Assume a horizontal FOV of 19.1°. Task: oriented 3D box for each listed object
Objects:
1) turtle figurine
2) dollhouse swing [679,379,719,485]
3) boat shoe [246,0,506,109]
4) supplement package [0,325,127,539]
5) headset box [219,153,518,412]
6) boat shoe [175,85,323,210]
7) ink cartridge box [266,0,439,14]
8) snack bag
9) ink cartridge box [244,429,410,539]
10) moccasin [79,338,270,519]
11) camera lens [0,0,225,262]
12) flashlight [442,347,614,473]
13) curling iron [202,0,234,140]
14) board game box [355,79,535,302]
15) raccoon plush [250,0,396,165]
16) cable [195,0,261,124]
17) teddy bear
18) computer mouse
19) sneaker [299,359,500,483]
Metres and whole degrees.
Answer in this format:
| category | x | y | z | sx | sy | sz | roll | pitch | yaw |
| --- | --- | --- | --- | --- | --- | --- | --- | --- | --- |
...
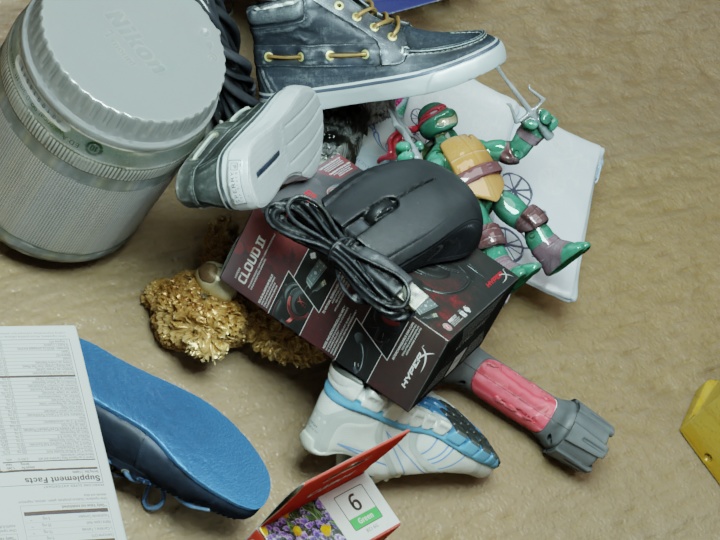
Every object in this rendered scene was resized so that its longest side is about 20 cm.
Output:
| category | x | y | z | sx | sy | sz | roll | pitch | yaw |
| --- | --- | --- | --- | --- | --- | --- | --- | --- | --- |
| turtle figurine | 0.097 | -0.081 | 1.746 | 0.149 | 0.101 | 0.201 | -27 | 79 | -22 |
| dollhouse swing | 0.407 | 0.098 | 1.839 | 0.175 | 0.200 | 0.182 | -26 | 75 | -42 |
| boat shoe | 0.010 | -0.182 | 1.673 | 0.071 | 0.199 | 0.091 | -79 | 158 | -73 |
| supplement package | -0.258 | 0.159 | 1.396 | 0.150 | 0.152 | 0.201 | 0 | 59 | -32 |
| headset box | 0.000 | 0.000 | 1.631 | 0.200 | 0.075 | 0.149 | 35 | 30 | 12 |
| boat shoe | -0.082 | -0.093 | 1.584 | 0.200 | 0.070 | 0.073 | -41 | 128 | -67 |
| ink cartridge box | -0.017 | -0.262 | 1.825 | 0.199 | 0.047 | 0.197 | 11 | 21 | 32 |
| snack bag | 0.118 | -0.079 | 1.838 | 0.199 | 0.021 | 0.189 | 27 | 50 | -14 |
| ink cartridge box | -0.035 | 0.192 | 1.484 | 0.109 | 0.200 | 0.050 | -24 | 73 | -41 |
| moccasin | -0.157 | 0.118 | 1.552 | 0.200 | 0.068 | 0.081 | 37 | 39 | -7 |
| camera lens | -0.205 | -0.113 | 1.589 | 0.159 | 0.200 | 0.161 | 16 | 52 | -22 |
| flashlight | 0.115 | 0.095 | 1.742 | 0.199 | 0.068 | 0.068 | 33 | 46 | -8 |
| curling iron | -0.125 | -0.163 | 1.796 | 0.049 | 0.026 | 0.201 | 9 | 55 | -24 |
| board game box | 0.073 | -0.085 | 1.858 | 0.200 | 0.043 | 0.199 | 37 | 47 | -6 |
| raccoon plush | -0.051 | -0.160 | 1.782 | 0.133 | 0.097 | 0.200 | 12 | 45 | 24 |
| cable | -0.109 | -0.173 | 1.687 | 0.051 | 0.201 | 0.163 | -23 | 43 | -6 |
| teddy bear | -0.070 | 0.017 | 1.677 | 0.199 | 0.067 | 0.146 | 10 | 52 | -28 |
| computer mouse | 0.033 | -0.039 | 1.590 | 0.138 | 0.053 | 0.200 | 38 | 31 | 18 |
| sneaker | 0.026 | 0.134 | 1.664 | 0.200 | 0.087 | 0.075 | 26 | 13 | -41 |
